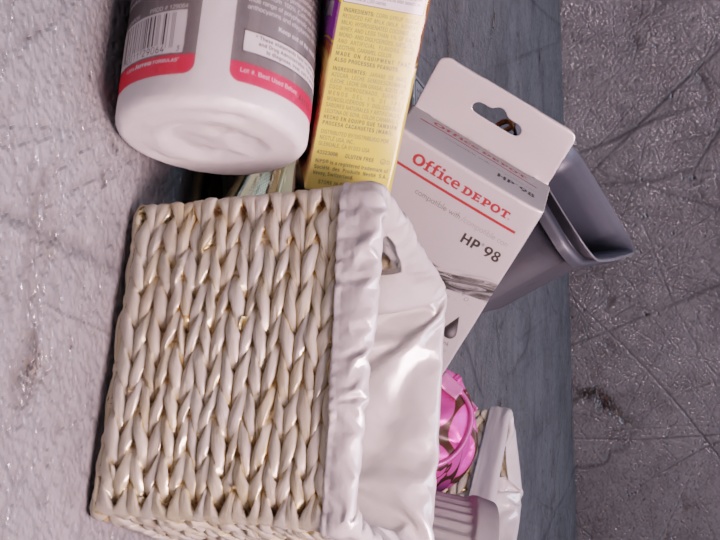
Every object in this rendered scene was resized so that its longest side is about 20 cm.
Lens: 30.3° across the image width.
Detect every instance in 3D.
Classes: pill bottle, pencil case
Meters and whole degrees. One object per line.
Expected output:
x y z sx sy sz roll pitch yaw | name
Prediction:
-0.076 -0.166 0.770 0.111 0.110 0.202 50 43 -67 | pill bottle
0.059 0.131 1.111 0.091 0.093 0.200 50 -4 12 | pencil case

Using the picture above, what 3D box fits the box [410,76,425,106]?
0.011 -0.105 1.083 0.200 0.116 0.061 23 68 -73 | box

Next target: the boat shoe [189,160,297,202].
-0.072 -0.110 0.878 0.076 0.071 0.202 38 52 -56 | boat shoe

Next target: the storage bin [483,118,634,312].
0.121 -0.038 1.100 0.146 0.134 0.200 60 19 9 | storage bin

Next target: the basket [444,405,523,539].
0.092 0.251 1.365 0.201 0.122 0.136 -71 155 -53 | basket

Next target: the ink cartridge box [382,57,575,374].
0.051 -0.031 0.919 0.201 0.115 0.067 -60 179 23 | ink cartridge box

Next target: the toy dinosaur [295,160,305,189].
-0.030 -0.100 0.954 0.058 0.100 0.201 70 25 -50 | toy dinosaur

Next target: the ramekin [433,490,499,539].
0.032 0.270 1.077 0.200 0.104 0.202 -162 -90 -89 | ramekin

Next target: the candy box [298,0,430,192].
0.004 -0.155 0.789 0.117 0.056 0.202 -110 -149 -69 | candy box

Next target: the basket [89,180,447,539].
-0.043 0.070 0.797 0.198 0.159 0.202 52 42 -66 | basket
